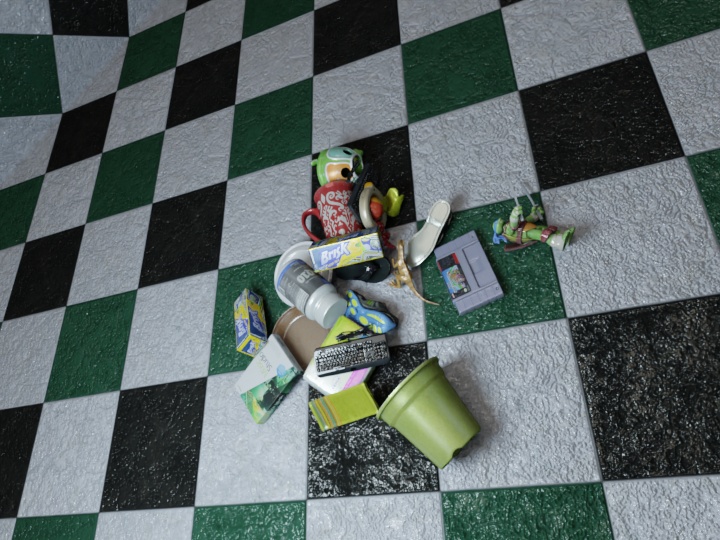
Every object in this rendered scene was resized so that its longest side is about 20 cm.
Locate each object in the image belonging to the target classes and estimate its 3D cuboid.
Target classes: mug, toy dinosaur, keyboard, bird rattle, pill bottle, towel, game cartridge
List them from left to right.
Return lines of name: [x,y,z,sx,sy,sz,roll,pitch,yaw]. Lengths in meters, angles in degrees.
pill bottle: [-0.135,0.064,1.434,0.199,0.114,0.114,36,84,29]
mug: [-0.071,-0.133,1.544,0.176,0.132,0.204,-31,60,29]
towel: [-0.044,0.343,1.295,0.198,0.018,0.087,-28,96,35]
keyboard: [-0.028,0.201,1.313,0.195,0.040,0.107,-14,74,5]
keyboard: [0.001,-0.247,1.523,0.020,0.127,0.202,-16,38,35]
bird rattle: [0.039,-0.155,1.479,0.111,0.163,0.203,0,59,37]
toy dinosaur: [0.123,0.021,1.401,0.060,0.106,0.204,-25,91,-32]
game cartridge: [0.279,0.005,1.364,0.127,0.038,0.203,-23,59,8]

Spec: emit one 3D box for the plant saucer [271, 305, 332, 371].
plant saucer: [-0.162,0.194,1.475,0.196,0.037,0.205,-11,62,20]

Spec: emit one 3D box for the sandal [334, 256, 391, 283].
sandal: [0.000,0.001,1.455,0.197,0.048,0.077,-5,95,39]

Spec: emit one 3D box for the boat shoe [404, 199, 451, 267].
boat shoe: [0.190,-0.098,1.435,0.073,0.060,0.203,29,95,22]

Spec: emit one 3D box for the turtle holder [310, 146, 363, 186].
turtle holder: [-0.054,-0.313,1.611,0.129,0.184,0.145,-8,90,28]

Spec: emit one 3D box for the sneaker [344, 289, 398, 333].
sneaker: [0.025,0.113,1.409,0.198,0.082,0.072,29,110,42]

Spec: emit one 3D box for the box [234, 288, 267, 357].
box: [-0.321,0.149,1.507,0.070,0.064,0.202,-47,36,20]

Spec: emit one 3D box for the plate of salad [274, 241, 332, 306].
plate of salad: [-0.169,0.013,1.557,0.195,0.048,0.205,-6,74,21]

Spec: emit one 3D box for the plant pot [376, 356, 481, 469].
plant pot: [0.168,0.335,1.183,0.200,0.200,0.184,-45,69,-1]

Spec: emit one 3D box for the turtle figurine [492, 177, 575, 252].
turtle figurine: [0.436,-0.137,1.293,0.191,0.144,0.203,23,81,27]

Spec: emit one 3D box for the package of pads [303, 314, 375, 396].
package of pads: [-0.042,0.238,1.362,0.153,0.068,0.202,29,79,16]

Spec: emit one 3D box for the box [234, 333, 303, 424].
box: [-0.257,0.301,1.441,0.144,0.036,0.201,46,106,34]

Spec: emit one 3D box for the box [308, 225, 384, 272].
box: [-0.037,-0.057,1.405,0.195,0.072,0.064,-12,19,13]
